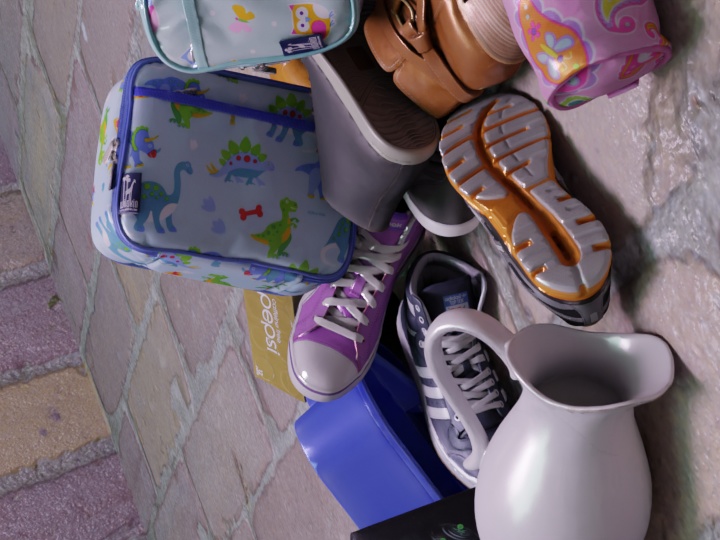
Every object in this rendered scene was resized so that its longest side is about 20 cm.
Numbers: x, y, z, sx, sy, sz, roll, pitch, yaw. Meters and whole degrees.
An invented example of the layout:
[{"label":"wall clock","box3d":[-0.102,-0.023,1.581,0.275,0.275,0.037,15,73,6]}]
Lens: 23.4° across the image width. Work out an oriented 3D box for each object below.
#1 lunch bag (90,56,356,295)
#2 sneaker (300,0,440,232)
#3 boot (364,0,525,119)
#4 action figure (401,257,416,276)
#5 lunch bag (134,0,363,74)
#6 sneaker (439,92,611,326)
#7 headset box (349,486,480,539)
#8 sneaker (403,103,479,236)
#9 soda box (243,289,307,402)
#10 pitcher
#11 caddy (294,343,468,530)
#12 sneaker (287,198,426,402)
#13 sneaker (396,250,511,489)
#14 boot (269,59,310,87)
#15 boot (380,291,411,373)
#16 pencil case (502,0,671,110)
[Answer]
[{"label":"lunch bag","box3d":[-0.101,-0.073,1.315,0.082,0.199,0.162,156,122,-63]},{"label":"sneaker","box3d":[-0.018,-0.129,1.283,0.201,0.074,0.106,65,148,29]},{"label":"boot","box3d":[0.045,-0.212,1.181,0.200,0.077,0.155,54,146,4]},{"label":"action figure","box3d":[-0.011,-0.027,1.528,0.200,0.118,0.055,24,118,55]},{"label":"lunch bag","box3d":[-0.086,-0.231,1.172,0.077,0.159,0.201,-84,-16,-64]},{"label":"sneaker","box3d":[0.113,-0.041,1.184,0.077,0.078,0.201,63,-177,-52]},{"label":"headset box","box3d":[0.102,0.254,1.271,0.174,0.199,0.093,56,155,39]},{"label":"sneaker","box3d":[0.035,-0.124,1.340,0.200,0.070,0.100,52,149,38]},{"label":"soda box","box3d":[-0.057,0.009,1.480,0.068,0.064,0.201,25,135,38]},{"label":"pitcher","box3d":[0.119,0.122,1.186,0.171,0.121,0.201,20,132,22]},{"label":"caddy","box3d":[0.036,0.149,1.451,0.200,0.105,0.141,53,-163,-11]},{"label":"sneaker","box3d":[-0.001,0.000,1.366,0.114,0.072,0.201,106,-174,-65]},{"label":"sneaker","box3d":[0.083,0.077,1.372,0.109,0.070,0.201,98,152,-55]},{"label":"boot","box3d":[-0.048,-0.161,1.461,0.144,0.071,0.201,52,-178,-34]},{"label":"boot","box3d":[0.003,0.103,1.630,0.162,0.073,0.199,173,80,-74]},{"label":"pencil case","box3d":[0.113,-0.199,1.028,0.087,0.087,0.201,126,125,-67]}]
